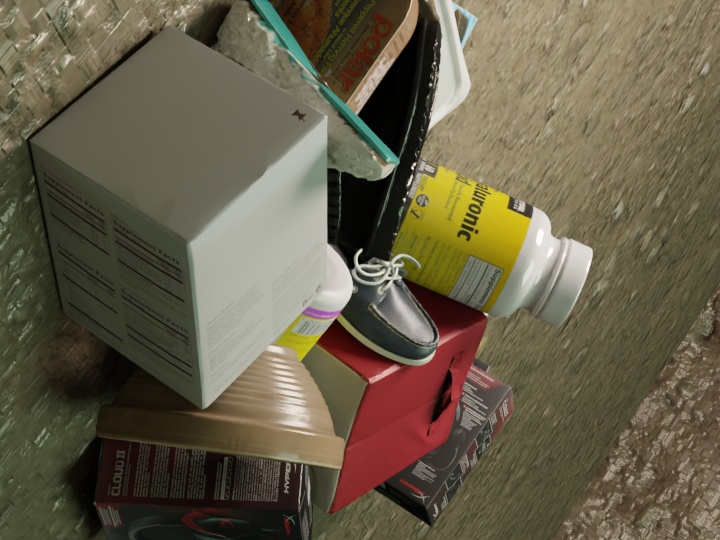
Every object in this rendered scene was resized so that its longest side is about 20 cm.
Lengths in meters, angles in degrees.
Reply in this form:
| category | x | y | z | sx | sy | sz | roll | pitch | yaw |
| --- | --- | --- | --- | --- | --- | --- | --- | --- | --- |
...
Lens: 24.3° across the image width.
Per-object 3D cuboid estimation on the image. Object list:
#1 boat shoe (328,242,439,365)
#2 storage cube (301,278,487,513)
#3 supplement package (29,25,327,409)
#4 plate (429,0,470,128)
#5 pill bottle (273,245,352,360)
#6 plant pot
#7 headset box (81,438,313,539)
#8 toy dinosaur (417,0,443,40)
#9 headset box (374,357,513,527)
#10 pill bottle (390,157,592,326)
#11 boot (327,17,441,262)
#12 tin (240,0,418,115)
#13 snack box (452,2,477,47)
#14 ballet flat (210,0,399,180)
| category | x | y | z | sx | sy | sz | roll | pitch | yaw |
| --- | --- | --- | --- | --- | --- | --- | --- | --- | --- |
| boat shoe | 0.000 | 0.000 | 1.498 | 0.075 | 0.200 | 0.062 | -32 | 165 | -51 |
| storage cube | -0.017 | 0.091 | 1.603 | 0.180 | 0.200 | 0.171 | -27 | 143 | -45 |
| supplement package | -0.127 | -0.038 | 1.230 | 0.152 | 0.151 | 0.200 | -45 | 155 | -30 |
| plate | 0.025 | -0.170 | 1.492 | 0.200 | 0.032 | 0.200 | -42 | 144 | -21 |
| pill bottle | -0.101 | 0.057 | 1.456 | 0.200 | 0.104 | 0.104 | -51 | 164 | 24 |
| plant pot | -0.108 | 0.102 | 1.343 | 0.201 | 0.200 | 0.093 | 28 | 68 | -69 |
| headset box | -0.146 | 0.210 | 1.493 | 0.149 | 0.200 | 0.075 | 88 | 4 | -56 |
| toy dinosaur | 0.042 | -0.288 | 1.405 | 0.102 | 0.077 | 0.200 | 122 | -26 | -58 |
| headset box | 0.078 | 0.177 | 1.992 | 0.200 | 0.149 | 0.077 | -53 | 159 | -18 |
| pill bottle | 0.110 | -0.023 | 1.566 | 0.111 | 0.200 | 0.111 | -157 | -90 | -87 |
| boot | -0.026 | -0.118 | 1.364 | 0.079 | 0.158 | 0.211 | -61 | 167 | -81 |
| tin | -0.033 | -0.172 | 1.318 | 0.200 | 0.112 | 0.042 | -55 | 152 | -10 |
| snack box | 0.033 | -0.168 | 1.583 | 0.200 | 0.037 | 0.116 | -62 | 158 | 7 |
| ballet flat | -0.046 | -0.124 | 1.253 | 0.072 | 0.200 | 0.072 | -28 | 150 | -18 |
